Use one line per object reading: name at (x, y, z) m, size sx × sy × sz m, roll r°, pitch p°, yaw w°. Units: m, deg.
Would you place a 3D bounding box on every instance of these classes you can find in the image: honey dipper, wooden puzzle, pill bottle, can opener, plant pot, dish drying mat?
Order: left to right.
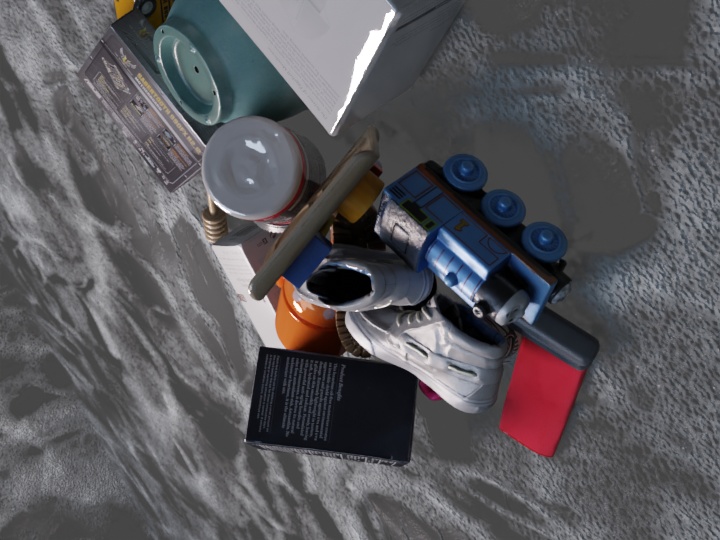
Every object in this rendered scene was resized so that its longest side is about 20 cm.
honey dipper at (-0.224, -0.125, 1.483) m, size 0.038 × 0.038 × 0.201 m, roll 36°, pitch 146°, yaw 32°
plant pot at (-0.143, -0.243, 1.114) m, size 0.200 × 0.134 × 0.201 m, roll 39°, pitch 149°, yaw 29°
pill bottle at (-0.099, -0.109, 1.146) m, size 0.111 × 0.111 × 0.200 m, roll 51°, pitch -172°, yaw 6°
wooden puzzle at (-0.034, -0.056, 1.033) m, size 0.046 × 0.185 × 0.200 m, roll 39°, pitch -168°, yaw -6°
can opener at (0.158, 0.026, 1.023) m, size 0.200 × 0.067 × 0.053 m, roll 38°, pitch 173°, yaw 15°
dish drying mat at (0.203, 0.138, 1.122) m, size 0.077 × 0.018 × 0.201 m, roll 33°, pitch 145°, yaw 22°

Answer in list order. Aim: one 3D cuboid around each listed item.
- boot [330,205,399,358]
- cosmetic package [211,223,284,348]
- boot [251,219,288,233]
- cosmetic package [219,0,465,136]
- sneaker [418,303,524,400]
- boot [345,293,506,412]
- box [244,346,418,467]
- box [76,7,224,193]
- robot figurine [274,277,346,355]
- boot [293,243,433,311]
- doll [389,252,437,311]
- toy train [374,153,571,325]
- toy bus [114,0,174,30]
boot at (0.000, 0.000, 1.191) m, size 0.107 × 0.075 × 0.201 m, roll -112°, pitch 17°, yaw -67°
cosmetic package at (-0.128, 0.032, 1.469) m, size 0.101 × 0.074 × 0.201 m, roll 2°, pitch 122°, yaw 57°
boot at (-0.137, -0.158, 1.288) m, size 0.164 × 0.066 × 0.201 m, roll 21°, pitch 134°, yaw 44°
cosmetic package at (-0.019, -0.268, 0.902) m, size 0.200 × 0.123 × 0.200 m, roll 51°, pitch 151°, yaw 6°
sneaker at (0.125, 0.092, 1.134) m, size 0.081 × 0.075 × 0.200 m, roll 46°, pitch 151°, yaw 16°
boot at (0.071, 0.060, 1.069) m, size 0.199 × 0.073 × 0.096 m, roll 31°, pitch 127°, yaw 28°
box at (-0.032, 0.177, 1.274) m, size 0.197 × 0.124 × 0.200 m, roll 8°, pitch 168°, yaw 1°
box at (-0.260, -0.210, 1.273) m, size 0.200 × 0.048 × 0.158 m, roll 52°, pitch 148°, yaw -9°
robot figurine at (-0.052, 0.044, 1.312) m, size 0.200 × 0.116 × 0.145 m, roll 111°, pitch 145°, yaw -57°
boot at (-0.026, 0.007, 1.052) m, size 0.199 × 0.095 × 0.074 m, roll -3°, pitch 89°, yaw 45°
doll at (0.066, 0.019, 1.164) m, size 0.201 × 0.048 × 0.137 m, roll 89°, pitch 155°, yaw -51°
toy train at (0.110, -0.027, 0.978) m, size 0.200 × 0.114 × 0.087 m, roll 44°, pitch 152°, yaw 20°
toy bus at (-0.267, -0.326, 1.276) m, size 0.065 × 0.078 × 0.201 m, roll 39°, pitch 149°, yaw 24°
